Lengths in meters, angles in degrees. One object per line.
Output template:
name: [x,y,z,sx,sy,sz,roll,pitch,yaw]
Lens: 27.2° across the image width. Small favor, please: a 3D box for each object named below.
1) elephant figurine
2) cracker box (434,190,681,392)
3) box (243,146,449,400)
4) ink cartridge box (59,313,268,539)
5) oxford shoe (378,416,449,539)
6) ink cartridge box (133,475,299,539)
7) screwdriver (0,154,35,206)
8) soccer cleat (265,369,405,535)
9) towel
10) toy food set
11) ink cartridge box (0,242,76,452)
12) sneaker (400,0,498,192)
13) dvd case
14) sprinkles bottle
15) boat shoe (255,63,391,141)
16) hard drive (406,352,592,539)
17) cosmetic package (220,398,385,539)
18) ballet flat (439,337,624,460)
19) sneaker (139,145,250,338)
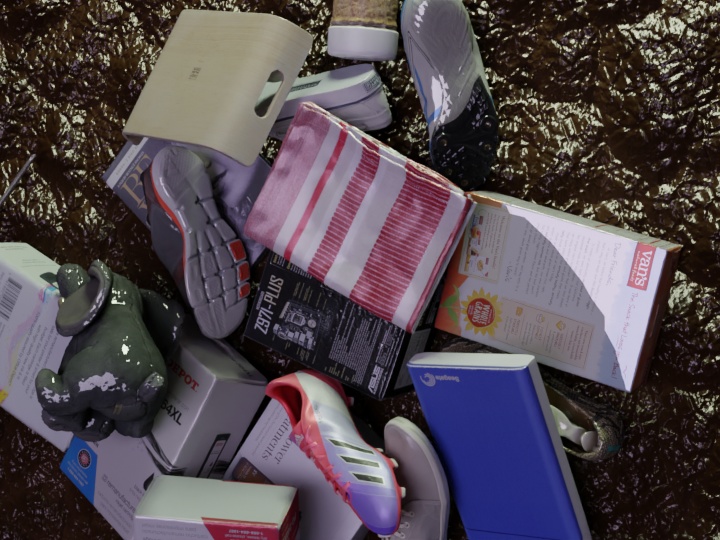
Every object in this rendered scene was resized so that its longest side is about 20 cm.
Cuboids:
elephant figurine: [-0.246,0.054,1.447,0.154,0.142,0.201,-1,62,5]
cracker box: [0.180,0.016,1.366,0.199,0.058,0.135,18,103,24]
box: [0.000,0.000,1.436,0.163,0.086,0.201,23,102,23]
ink cartridge box: [-0.202,0.158,1.520,0.146,0.084,0.201,37,105,38]
oxford shoe: [0.043,0.230,1.403,0.075,0.058,0.201,29,133,44]
ink cartridge box: [-0.135,0.309,1.437,0.145,0.083,0.201,3,111,9]
screwdriver: [-0.420,-0.058,1.670,0.200,0.028,0.029,-54,43,17]
soccer cleat: [-0.024,0.170,1.383,0.200,0.076,0.067,61,142,41]
towel: [-0.005,-0.050,1.376,0.200,0.023,0.144,31,106,21]
toy food set: [-0.143,-0.178,1.462,0.200,0.060,0.144,13,74,49]
ink cartridge box: [-0.341,0.081,1.607,0.200,0.083,0.146,32,105,21]
sneaker: [0.084,-0.172,1.405,0.072,0.072,0.201,-12,101,-3]
dvd case: [-0.166,-0.085,1.550,0.200,0.016,0.149,46,111,16]
sprinkles bottle: [0.008,-0.303,1.423,0.068,0.068,0.201,7,96,25]
boat shoe: [-0.058,-0.153,1.469,0.199,0.072,0.066,-10,120,30]
hard drive: [0.128,0.168,1.360,0.132,0.025,0.201,-1,117,40]
cosmetic package: [-0.061,0.229,1.501,0.151,0.052,0.200,37,108,16]
ballet flat: [0.149,0.117,1.377,0.199,0.075,0.068,27,102,22]
sneaker: [-0.174,-0.025,1.524,0.082,0.077,0.201,-20,84,52]
